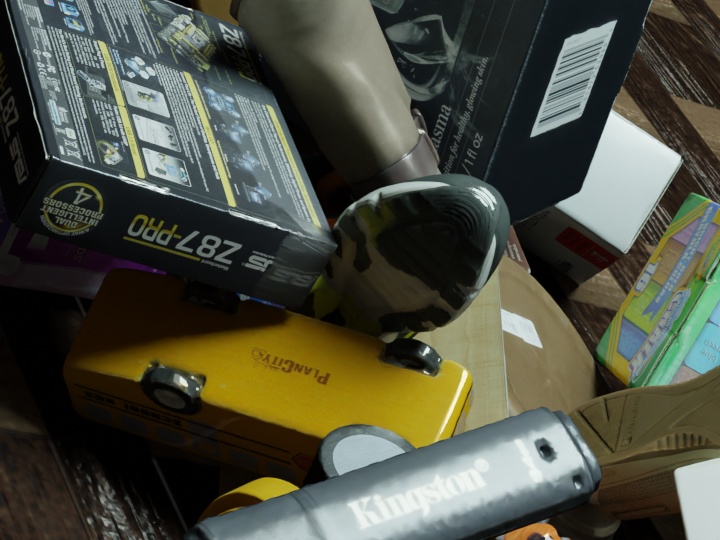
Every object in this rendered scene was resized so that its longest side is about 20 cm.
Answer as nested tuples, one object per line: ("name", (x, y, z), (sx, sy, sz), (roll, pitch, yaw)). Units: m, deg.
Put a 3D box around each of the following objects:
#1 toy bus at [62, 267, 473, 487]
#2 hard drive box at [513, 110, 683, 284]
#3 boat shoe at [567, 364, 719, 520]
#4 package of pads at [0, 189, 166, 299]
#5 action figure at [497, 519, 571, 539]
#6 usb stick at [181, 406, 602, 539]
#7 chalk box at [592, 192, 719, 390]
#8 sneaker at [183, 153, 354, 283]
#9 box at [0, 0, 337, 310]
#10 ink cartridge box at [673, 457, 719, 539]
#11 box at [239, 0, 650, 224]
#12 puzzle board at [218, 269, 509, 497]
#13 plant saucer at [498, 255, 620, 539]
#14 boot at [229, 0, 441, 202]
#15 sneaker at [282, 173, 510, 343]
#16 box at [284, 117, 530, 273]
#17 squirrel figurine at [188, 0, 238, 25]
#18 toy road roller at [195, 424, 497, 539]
("toy bus", (-0.045, 0.061, 1.301), (0.199, 0.078, 0.065), (16, 60, 13))
("hard drive box", (0.097, -0.085, 1.724), (0.199, 0.077, 0.156), (33, -10, 0))
("boat shoe", (0.199, 0.093, 1.400), (0.065, 0.199, 0.071), (52, 46, -30))
("package of pads", (-0.178, -0.052, 1.380), (0.199, 0.121, 0.076), (10, 29, -40))
("action figure", (0.128, 0.201, 1.372), (0.194, 0.104, 0.200), (56, 4, 28))
("usb stick", (0.016, 0.108, 1.159), (0.199, 0.033, 0.056), (-16, 53, -27))
("chalk box", (0.230, 0.043, 1.509), (0.124, 0.124, 0.200), (31, 3, -9))
("sneaker", (0.000, 0.000, 1.506), (0.199, 0.112, 0.078), (9, 35, -41))
("box", (-0.110, -0.076, 1.303), (0.161, 0.049, 0.200), (15, 31, -29))
("ink cartridge box", (0.249, 0.182, 1.363), (0.200, 0.125, 0.129), (59, 20, -60))
("box", (0.050, -0.159, 1.515), (0.196, 0.201, 0.124), (38, 39, 27))
("puzzle board", (0.003, 0.070, 1.372), (0.150, 0.017, 0.201), (-7, 41, 6))
("plant saucer", (0.100, 0.068, 1.516), (0.200, 0.029, 0.201), (45, 26, -29))
("boot", (0.000, -0.088, 1.375), (0.147, 0.070, 0.200), (61, 4, 7))
("sneaker", (0.025, -0.008, 1.311), (0.075, 0.200, 0.085), (50, 57, 0))
("box", (-0.003, -0.033, 1.609), (0.199, 0.075, 0.100), (23, 28, -26))
("squirrel figurine", (-0.099, -0.261, 1.825), (0.199, 0.142, 0.187), (26, 20, -21))
("toy road roller", (-0.005, 0.181, 1.187), (0.146, 0.123, 0.200), (-22, 57, -44))
